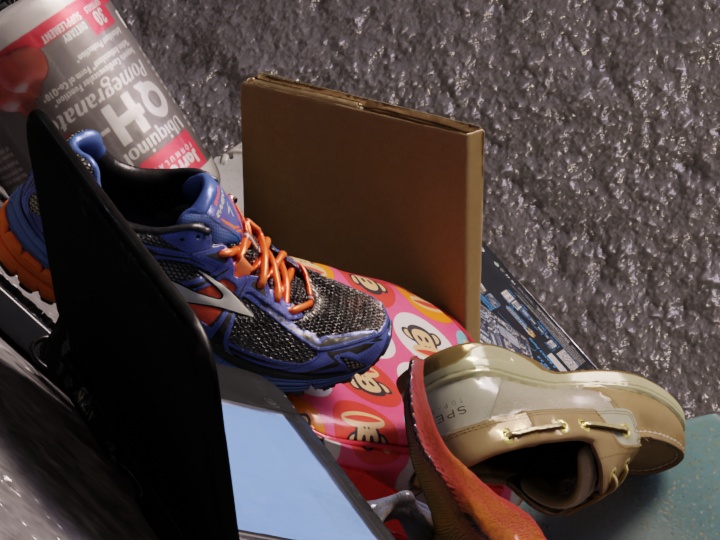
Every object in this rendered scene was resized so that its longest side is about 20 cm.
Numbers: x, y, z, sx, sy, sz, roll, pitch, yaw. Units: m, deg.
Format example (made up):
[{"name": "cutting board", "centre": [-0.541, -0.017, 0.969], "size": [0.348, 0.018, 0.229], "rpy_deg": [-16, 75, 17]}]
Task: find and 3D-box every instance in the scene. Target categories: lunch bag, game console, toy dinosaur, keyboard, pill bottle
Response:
[{"name": "lunch bag", "centre": [0.000, 0.076, 1.371], "size": [0.199, 0.082, 0.176], "rpy_deg": [14, 29, -41]}, {"name": "game console", "centre": [-0.051, 0.043, 1.080], "size": [0.175, 0.117, 0.200], "rpy_deg": [15, 22, -34]}, {"name": "toy dinosaur", "centre": [0.082, 0.157, 1.244], "size": [0.180, 0.201, 0.105], "rpy_deg": [8, 32, -20]}, {"name": "keyboard", "centre": [-0.096, 0.059, 1.224], "size": [0.200, 0.040, 0.104], "rpy_deg": [41, 1, -11]}, {"name": "pill bottle", "centre": [-0.149, -0.063, 1.519], "size": [0.201, 0.110, 0.111], "rpy_deg": [57, 0, -9]}]

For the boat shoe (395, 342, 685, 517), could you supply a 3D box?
[{"name": "boat shoe", "centre": [0.096, 0.088, 1.331], "size": [0.199, 0.074, 0.067], "rpy_deg": [12, 54, -44]}]

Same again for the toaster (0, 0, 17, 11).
[{"name": "toaster", "centre": [-0.244, -0.146, 1.691], "size": [0.200, 0.114, 0.129], "rpy_deg": [41, -3, 27]}]

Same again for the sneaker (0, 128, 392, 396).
[{"name": "sneaker", "centre": [-0.073, -0.003, 1.261], "size": [0.199, 0.079, 0.076], "rpy_deg": [20, 33, -15]}]

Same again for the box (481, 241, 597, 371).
[{"name": "box", "centre": [0.075, 0.055, 1.609], "size": [0.200, 0.046, 0.159], "rpy_deg": [48, 24, 7]}]

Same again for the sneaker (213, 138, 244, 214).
[{"name": "sneaker", "centre": [-0.108, -0.051, 1.640], "size": [0.199, 0.116, 0.075], "rpy_deg": [24, -41, 7]}]

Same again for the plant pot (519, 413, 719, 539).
[{"name": "plant pot", "centre": [0.183, 0.199, 1.433], "size": [0.196, 0.200, 0.196], "rpy_deg": [45, 4, 42]}]

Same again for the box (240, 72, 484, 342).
[{"name": "box", "centre": [0.000, 0.000, 1.511], "size": [0.163, 0.201, 0.021], "rpy_deg": [16, 26, 35]}]
